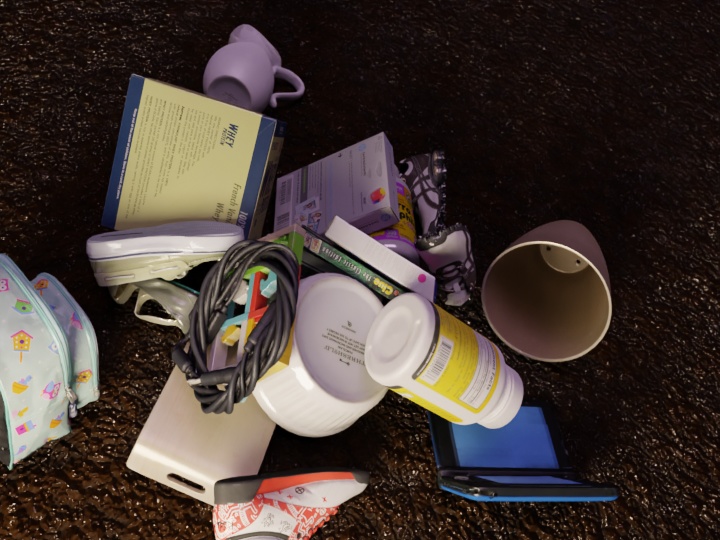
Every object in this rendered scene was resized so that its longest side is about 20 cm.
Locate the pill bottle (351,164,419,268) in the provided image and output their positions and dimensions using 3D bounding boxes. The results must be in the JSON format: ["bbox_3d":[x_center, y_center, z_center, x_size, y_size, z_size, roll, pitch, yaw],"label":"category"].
[{"bbox_3d":[0.034,-0.078,1.020,0.101,0.105,0.204,5,51,-12],"label":"pill bottle"}]

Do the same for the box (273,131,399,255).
[{"bbox_3d":[-0.040,-0.109,0.990,0.196,0.041,0.159,-21,49,21],"label":"box"}]

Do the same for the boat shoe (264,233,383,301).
[{"bbox_3d":[-0.067,0.033,0.936,0.197,0.071,0.093,27,81,-16],"label":"boat shoe"}]

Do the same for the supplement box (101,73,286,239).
[{"bbox_3d":[-0.223,-0.138,0.908,0.194,0.206,0.134,15,10,-3],"label":"supplement box"}]

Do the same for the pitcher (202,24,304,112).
[{"bbox_3d":[-0.185,-0.336,1.162,0.169,0.122,0.202,28,37,-13],"label":"pitcher"}]

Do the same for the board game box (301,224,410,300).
[{"bbox_3d":[0.000,0.000,0.886,0.197,0.105,0.024,32,90,-7],"label":"board game box"}]

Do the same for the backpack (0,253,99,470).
[{"bbox_3d":[-0.377,0.087,0.707,0.152,0.202,0.175,-33,66,-35],"label":"backpack"}]

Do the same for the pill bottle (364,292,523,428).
[{"bbox_3d":[0.108,0.119,0.796,0.198,0.110,0.113,33,42,-30],"label":"pill bottle"}]

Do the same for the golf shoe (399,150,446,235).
[{"bbox_3d":[0.101,-0.117,1.102,0.091,0.079,0.204,0,49,6],"label":"golf shoe"}]

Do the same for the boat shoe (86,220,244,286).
[{"bbox_3d":[-0.243,-0.021,0.825,0.194,0.064,0.072,-5,21,-3],"label":"boat shoe"}]

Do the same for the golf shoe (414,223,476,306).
[{"bbox_3d":[0.135,-0.003,0.938,0.076,0.199,0.097,-19,72,16],"label":"golf shoe"}]

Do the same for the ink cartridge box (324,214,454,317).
[{"bbox_3d":[0.047,-0.002,0.862,0.198,0.095,0.038,35,90,10],"label":"ink cartridge box"}]

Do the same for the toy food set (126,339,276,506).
[{"bbox_3d":[-0.175,0.174,0.801,0.141,0.061,0.203,27,51,-10],"label":"toy food set"}]

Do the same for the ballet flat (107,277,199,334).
[{"bbox_3d":[-0.297,0.024,0.869,0.196,0.068,0.065,25,73,13],"label":"ballet flat"}]

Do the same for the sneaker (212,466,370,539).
[{"bbox_3d":[-0.074,0.285,0.737,0.197,0.067,0.111,6,76,-37],"label":"sneaker"}]

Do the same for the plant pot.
[{"bbox_3d":[0.303,0.004,1.003,0.185,0.190,0.200,32,37,11],"label":"plant pot"}]

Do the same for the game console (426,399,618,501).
[{"bbox_3d":[0.198,0.221,0.831,0.194,0.171,0.122,4,78,-13],"label":"game console"}]

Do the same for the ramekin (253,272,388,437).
[{"bbox_3d":[-0.040,0.097,0.819,0.198,0.094,0.208,17,60,-32],"label":"ramekin"}]

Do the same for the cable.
[{"bbox_3d":[-0.138,0.058,0.729,0.050,0.201,0.164,31,14,-42],"label":"cable"}]

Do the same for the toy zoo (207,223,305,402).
[{"bbox_3d":[-0.126,0.055,0.774,0.020,0.129,0.205,30,53,-41],"label":"toy zoo"}]
